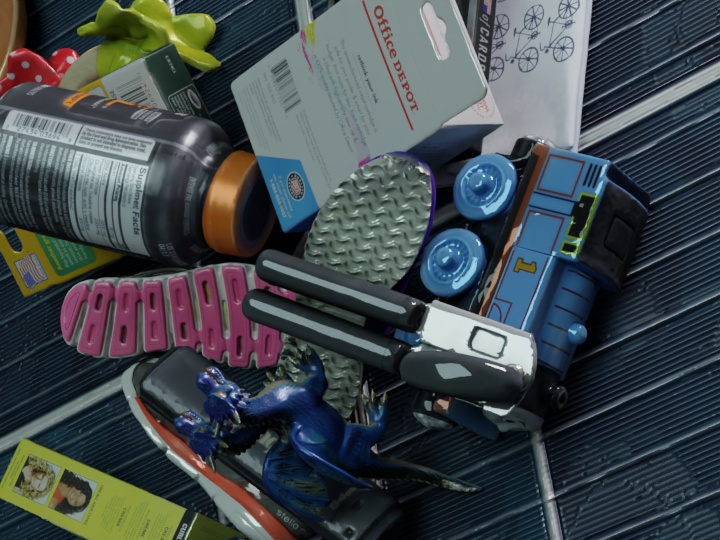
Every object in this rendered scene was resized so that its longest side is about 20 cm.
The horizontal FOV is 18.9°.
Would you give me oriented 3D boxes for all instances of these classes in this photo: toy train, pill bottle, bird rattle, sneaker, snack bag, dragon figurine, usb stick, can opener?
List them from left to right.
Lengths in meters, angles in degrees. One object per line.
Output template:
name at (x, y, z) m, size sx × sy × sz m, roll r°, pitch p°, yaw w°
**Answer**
bird rattle at (-0.203, -0.123, 1.675) m, size 0.200 × 0.113 × 0.163 m, roll -30°, pitch 71°, yaw 28°
pill bottle at (-0.158, -0.063, 1.512) m, size 0.200 × 0.106 × 0.106 m, roll 13°, pitch 78°, yaw 21°
sneaker at (-0.107, 0.029, 1.535) m, size 0.200 × 0.087 × 0.074 m, roll -2°, pitch 95°, yaw 18°
sneaker at (-0.083, 0.115, 1.482) m, size 0.082 × 0.077 × 0.200 m, roll -48°, pitch 57°, yaw -2°
usb stick at (-0.059, 0.117, 1.408) m, size 0.200 × 0.055 × 0.033 m, roll 35°, pitch 138°, yaw 21°
dragon figurine at (-0.024, 0.115, 1.342) m, size 0.059 × 0.200 × 0.099 m, roll -39°, pitch 20°, yaw 40°
sneaker at (-0.001, 0.000, 1.423) m, size 0.070 × 0.100 × 0.200 m, roll 25°, pitch 116°, yaw 4°
can opener at (0.013, 0.035, 1.314) m, size 0.200 × 0.067 × 0.053 m, roll 19°, pitch 90°, yaw 24°
snack bag at (0.073, -0.145, 1.503) m, size 0.200 × 0.021 × 0.189 m, roll -9°, pitch 64°, yaw 37°
toy train at (0.099, 0.012, 1.362) m, size 0.114 × 0.087 × 0.200 m, roll 16°, pitch 80°, yaw 37°

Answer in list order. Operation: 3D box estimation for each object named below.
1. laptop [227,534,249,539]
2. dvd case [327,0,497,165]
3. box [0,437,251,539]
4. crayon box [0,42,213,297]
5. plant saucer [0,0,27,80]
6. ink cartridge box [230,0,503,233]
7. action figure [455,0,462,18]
laptop at (-0.093, 0.304, 1.358) m, size 0.187 × 0.116 × 0.200 m, roll -30°, pitch 53°, yaw 27°
dvd case at (0.032, -0.159, 1.516) m, size 0.150 × 0.025 × 0.200 m, roll -13°, pitch 61°, yaw 41°
box at (-0.164, 0.174, 1.512) m, size 0.200 × 0.075 × 0.050 m, roll 15°, pitch 78°, yaw 45°
crayon box at (-0.196, -0.073, 1.620) m, size 0.200 × 0.052 × 0.126 m, roll -22°, pitch 99°, yaw 31°
plant saucer at (-0.356, -0.177, 1.871) m, size 0.200 × 0.037 × 0.200 m, roll -18°, pitch 60°, yaw 34°
ink cartridge box at (0.016, -0.118, 1.421) m, size 0.200 × 0.068 × 0.115 m, roll -32°, pitch 73°, yaw 40°
action figure at (0.039, -0.261, 1.470) m, size 0.119 × 0.102 × 0.200 m, roll -34°, pitch 46°, yaw 13°
